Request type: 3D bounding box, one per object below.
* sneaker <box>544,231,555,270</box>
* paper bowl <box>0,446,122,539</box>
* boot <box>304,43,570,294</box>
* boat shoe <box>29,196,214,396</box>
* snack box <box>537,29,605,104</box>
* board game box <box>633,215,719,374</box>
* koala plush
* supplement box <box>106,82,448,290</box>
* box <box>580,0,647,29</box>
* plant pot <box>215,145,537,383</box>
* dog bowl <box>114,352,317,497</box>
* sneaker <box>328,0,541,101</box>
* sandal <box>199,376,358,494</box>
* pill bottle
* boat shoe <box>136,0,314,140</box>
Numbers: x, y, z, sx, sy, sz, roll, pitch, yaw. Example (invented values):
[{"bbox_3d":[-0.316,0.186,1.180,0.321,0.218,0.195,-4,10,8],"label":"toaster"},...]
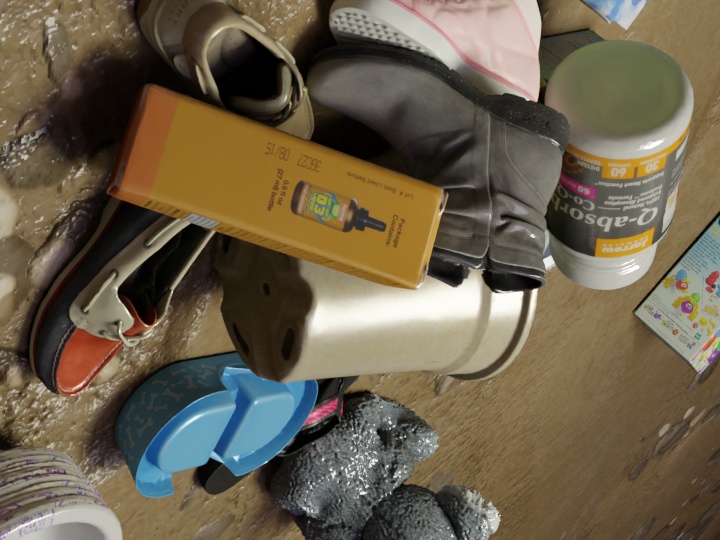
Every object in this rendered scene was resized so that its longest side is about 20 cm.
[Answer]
[{"bbox_3d":[0.120,-0.019,1.252,0.199,0.070,0.083,-33,133,-31],"label":"sneaker"},{"bbox_3d":[-0.274,0.205,0.917,0.200,0.104,0.202,-35,150,-23],"label":"paper bowl"},{"bbox_3d":[0.045,-0.067,0.892,0.070,0.197,0.133,114,-8,-71],"label":"boot"},{"bbox_3d":[-0.156,0.012,0.878,0.201,0.063,0.071,-56,154,19],"label":"boat shoe"},{"bbox_3d":[0.135,-0.110,1.133,0.199,0.068,0.170,-21,142,-44],"label":"snack box"},{"bbox_3d":[0.480,0.025,1.773,0.200,0.105,0.103,-49,154,5],"label":"board game box"},{"bbox_3d":[0.025,0.239,1.291,0.177,0.200,0.184,-46,153,0],"label":"koala plush"},{"bbox_3d":[-0.051,-0.047,0.807,0.069,0.197,0.067,167,-59,-75],"label":"supplement box"},{"bbox_3d":[0.191,-0.271,1.019,0.123,0.048,0.199,-55,151,14],"label":"box"},{"bbox_3d":[0.000,0.000,0.975,0.181,0.201,0.202,-11,137,-33],"label":"plant pot"},{"bbox_3d":[-0.120,0.120,1.089,0.199,0.050,0.112,-6,132,-52],"label":"dog bowl"},{"bbox_3d":[0.060,-0.180,0.939,0.199,0.075,0.106,23,73,-41],"label":"sneaker"},{"bbox_3d":[-0.060,0.145,1.213,0.200,0.045,0.075,-41,152,-12],"label":"sandal"},{"bbox_3d":[0.204,-0.080,1.076,0.116,0.116,0.201,-36,148,-19],"label":"pill bottle"},{"bbox_3d":[-0.070,-0.116,0.829,0.072,0.065,0.200,-45,153,-3],"label":"boat shoe"}]
